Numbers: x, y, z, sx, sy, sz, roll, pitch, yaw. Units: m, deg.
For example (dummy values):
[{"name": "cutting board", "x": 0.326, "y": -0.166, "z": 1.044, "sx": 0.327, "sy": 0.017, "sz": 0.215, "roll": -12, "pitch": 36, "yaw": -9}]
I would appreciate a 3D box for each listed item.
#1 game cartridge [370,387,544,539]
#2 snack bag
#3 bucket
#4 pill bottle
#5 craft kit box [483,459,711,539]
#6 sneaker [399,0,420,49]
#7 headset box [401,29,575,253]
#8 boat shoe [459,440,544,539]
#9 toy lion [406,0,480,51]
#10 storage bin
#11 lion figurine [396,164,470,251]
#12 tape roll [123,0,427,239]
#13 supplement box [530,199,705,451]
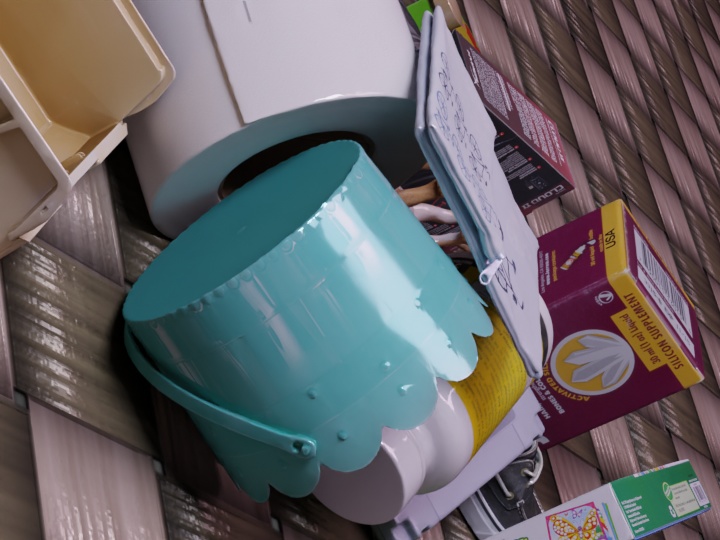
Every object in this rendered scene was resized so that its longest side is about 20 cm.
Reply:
[{"name": "game cartridge", "x": 0.048, "y": 0.103, "z": 1.452, "sx": 0.200, "sy": 0.040, "sz": 0.134, "roll": -31, "pitch": 97, "yaw": -48}, {"name": "snack bag", "x": 0.081, "y": -0.050, "z": 1.283, "sx": 0.189, "sy": 0.021, "sz": 0.200, "roll": -85, "pitch": 152, "yaw": -62}, {"name": "bucket", "x": -0.036, "y": 0.027, "z": 1.212, "sx": 0.135, "sy": 0.207, "sz": 0.207, "roll": 54, "pitch": 23, "yaw": -16}, {"name": "pill bottle", "x": 0.041, "y": 0.080, "z": 1.348, "sx": 0.111, "sy": 0.111, "sz": 0.200, "roll": 58, "pitch": 42, "yaw": -13}, {"name": "craft kit box", "x": 0.123, "y": 0.193, "z": 1.377, "sx": 0.049, "sy": 0.197, "sz": 0.200, "roll": 64, "pitch": 20, "yaw": 12}, {"name": "sneaker", "x": 0.005, "y": -0.221, "z": 1.789, "sx": 0.200, "sy": 0.071, "sz": 0.083, "roll": 47, "pitch": 12, "yaw": -38}, {"name": "headset box", "x": 0.074, "y": -0.095, "z": 1.671, "sx": 0.200, "sy": 0.148, "sz": 0.075, "roll": 34, "pitch": 35, "yaw": -49}, {"name": "boat shoe", "x": 0.107, "y": 0.152, "z": 1.559, "sx": 0.200, "sy": 0.071, "sz": 0.072, "roll": 55, "pitch": 22, "yaw": -19}, {"name": "toy lion", "x": 0.101, "y": -0.185, "z": 1.975, "sx": 0.192, "sy": 0.069, "sz": 0.200, "roll": 31, "pitch": 37, "yaw": -66}, {"name": "storage bin", "x": -0.211, "y": -0.131, "z": 1.133, "sx": 0.199, "sy": 0.094, "sz": 0.200, "roll": 57, "pitch": 22, "yaw": -14}, {"name": "lion figurine", "x": 0.019, "y": -0.048, "z": 1.580, "sx": 0.200, "sy": 0.122, "sz": 0.073, "roll": 61, "pitch": 20, "yaw": -54}, {"name": "tape roll", "x": -0.061, "y": -0.122, "z": 1.319, "sx": 0.203, "sy": 0.202, "sz": 0.139, "roll": 21, "pitch": 46, "yaw": -60}, {"name": "supplement box", "x": 0.156, "y": 0.054, "z": 1.609, "sx": 0.131, "sy": 0.200, "sz": 0.103, "roll": 50, "pitch": 25, "yaw": -28}]
